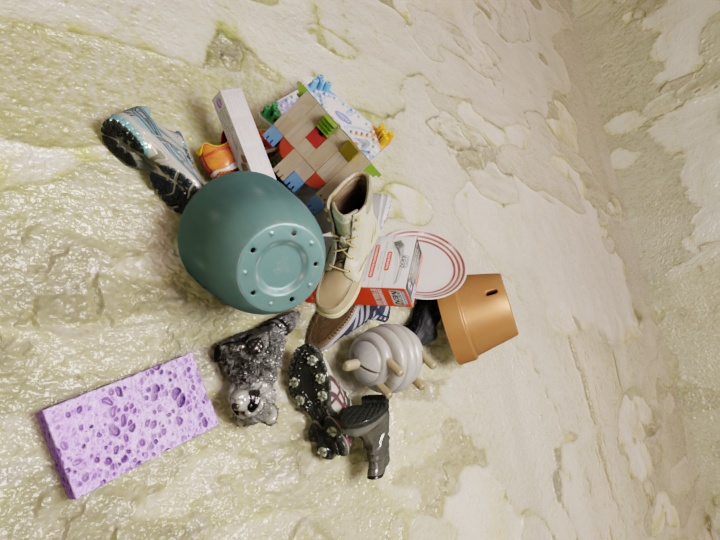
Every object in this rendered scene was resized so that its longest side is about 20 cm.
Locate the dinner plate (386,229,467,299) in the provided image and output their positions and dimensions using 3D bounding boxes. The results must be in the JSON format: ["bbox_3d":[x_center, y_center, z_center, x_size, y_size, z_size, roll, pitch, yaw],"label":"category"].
[{"bbox_3d":[0.125,-0.012,1.114,0.199,0.024,0.201,3,49,-3],"label":"dinner plate"}]

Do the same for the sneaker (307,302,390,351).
[{"bbox_3d":[-0.012,0.088,0.976,0.200,0.070,0.109,-54,138,-24],"label":"sneaker"}]

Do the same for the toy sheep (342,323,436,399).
[{"bbox_3d":[0.048,0.160,0.950,0.200,0.138,0.138,5,71,-47],"label":"toy sheep"}]

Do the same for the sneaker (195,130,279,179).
[{"bbox_3d":[-0.192,-0.220,0.908,0.200,0.073,0.077,-38,99,-48],"label":"sneaker"}]

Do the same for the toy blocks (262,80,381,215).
[{"bbox_3d":[-0.082,-0.186,0.864,0.200,0.137,0.100,48,11,-6],"label":"toy blocks"}]

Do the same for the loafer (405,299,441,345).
[{"bbox_3d":[0.133,0.127,1.110,0.070,0.068,0.201,47,43,-12],"label":"loafer"}]

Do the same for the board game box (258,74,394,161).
[{"bbox_3d":[-0.054,-0.271,0.978,0.200,0.026,0.200,39,46,1],"label":"board game box"}]

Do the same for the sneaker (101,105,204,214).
[{"bbox_3d":[-0.281,-0.166,0.794,0.200,0.077,0.086,48,43,-22],"label":"sneaker"}]

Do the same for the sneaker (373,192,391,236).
[{"bbox_3d":[0.001,-0.073,1.069,0.082,0.075,0.201,17,62,-3],"label":"sneaker"}]

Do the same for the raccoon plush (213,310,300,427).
[{"bbox_3d":[-0.134,0.152,0.817,0.200,0.097,0.135,-24,100,-48],"label":"raccoon plush"}]

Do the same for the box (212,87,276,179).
[{"bbox_3d":[-0.179,-0.190,0.845,0.041,0.039,0.201,-24,95,-37],"label":"box"}]

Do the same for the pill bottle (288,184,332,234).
[{"bbox_3d":[-0.054,-0.172,1.001,0.111,0.111,0.200,48,46,-22],"label":"pill bottle"}]

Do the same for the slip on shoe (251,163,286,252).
[{"bbox_3d":[-0.166,-0.094,0.894,0.076,0.060,0.201,33,54,-33],"label":"slip on shoe"}]

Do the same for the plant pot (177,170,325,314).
[{"bbox_3d":[-0.142,-0.029,0.755,0.200,0.161,0.201,-12,115,-28],"label":"plant pot"}]

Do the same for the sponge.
[{"bbox_3d":[-0.291,0.192,0.680,0.200,0.030,0.112,-19,89,-48],"label":"sponge"}]

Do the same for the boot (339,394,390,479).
[{"bbox_3d":[0.021,0.286,0.875,0.200,0.067,0.131,13,71,-76],"label":"boot"}]

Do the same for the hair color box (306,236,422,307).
[{"bbox_3d":[0.000,0.000,0.925,0.064,0.199,0.111,63,35,-49],"label":"hair color box"}]

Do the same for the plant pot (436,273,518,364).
[{"bbox_3d":[0.255,0.089,1.142,0.200,0.140,0.201,-18,90,-76],"label":"plant pot"}]

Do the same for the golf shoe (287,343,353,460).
[{"bbox_3d":[-0.062,0.212,0.884,0.088,0.077,0.201,-31,107,-65],"label":"golf shoe"}]

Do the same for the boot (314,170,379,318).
[{"bbox_3d":[-0.026,-0.039,0.817,0.155,0.072,0.201,82,28,-62],"label":"boot"}]
